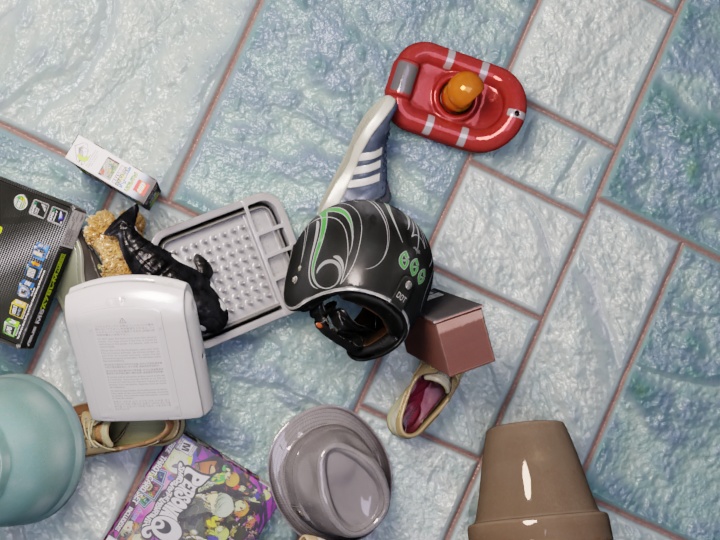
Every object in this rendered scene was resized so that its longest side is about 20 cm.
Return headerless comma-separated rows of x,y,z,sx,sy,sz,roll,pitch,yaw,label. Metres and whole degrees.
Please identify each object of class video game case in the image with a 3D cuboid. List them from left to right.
-0.234,0.348,1.456,0.181,0.036,0.200,34,85,-9,video game case

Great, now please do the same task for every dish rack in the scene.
-0.179,0.000,1.439,0.199,0.043,0.172,-23,95,-23,dish rack

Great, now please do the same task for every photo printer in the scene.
-0.282,0.096,1.329,0.165,0.070,0.201,-3,121,5,photo printer

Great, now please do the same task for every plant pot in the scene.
-0.472,0.236,1.333,0.199,0.134,0.202,0,89,13,plant pot
0.244,0.304,1.469,0.199,0.200,0.176,-2,75,-9,plant pot

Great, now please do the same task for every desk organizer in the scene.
0.110,0.081,1.426,0.071,0.200,0.077,-18,99,-12,desk organizer

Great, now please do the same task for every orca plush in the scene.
-0.240,0.002,1.352,0.105,0.071,0.201,-32,98,-21,orca plush

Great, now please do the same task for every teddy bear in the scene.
-0.307,0.012,1.400,0.066,0.145,0.201,-14,70,29,teddy bear

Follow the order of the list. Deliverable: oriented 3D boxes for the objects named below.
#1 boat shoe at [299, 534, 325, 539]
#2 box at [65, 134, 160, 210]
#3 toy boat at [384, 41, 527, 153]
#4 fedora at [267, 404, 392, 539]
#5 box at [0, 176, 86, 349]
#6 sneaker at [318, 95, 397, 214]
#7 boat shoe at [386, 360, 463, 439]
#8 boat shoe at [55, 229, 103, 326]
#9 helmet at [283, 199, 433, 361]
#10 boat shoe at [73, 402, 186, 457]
-0.087,0.448,1.389,0.069,0.074,0.201,33,55,-21,boat shoe
-0.315,-0.123,1.353,0.110,0.200,0.035,31,86,-8,box
0.139,-0.243,1.460,0.199,0.131,0.131,17,88,-9,toy boat
-0.028,0.290,1.446,0.176,0.090,0.201,-26,98,-20,fedora
-0.483,-0.022,1.375,0.192,0.048,0.201,21,88,11,box
0.017,-0.143,1.466,0.084,0.075,0.201,25,104,-10,sneaker
0.111,0.156,1.493,0.074,0.066,0.201,30,86,-8,boat shoe
-0.378,0.012,1.419,0.071,0.061,0.202,-17,92,26,boat shoe
0.000,0.000,1.382,0.199,0.200,0.191,17,49,-9,helmet
-0.338,0.210,1.405,0.199,0.074,0.076,-10,85,4,boat shoe
